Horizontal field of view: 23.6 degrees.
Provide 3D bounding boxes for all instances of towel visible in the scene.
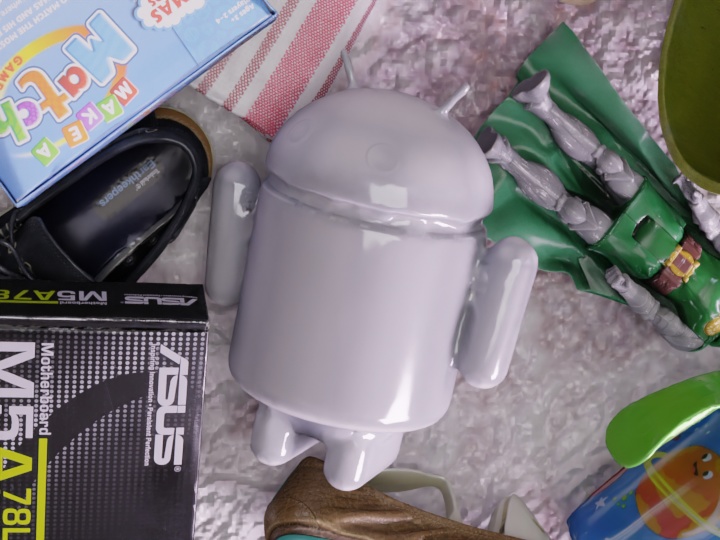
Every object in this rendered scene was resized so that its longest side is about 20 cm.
[{"bbox_3d":[-0.080,-0.172,0.849,0.199,0.030,0.147,32,90,-16],"label":"towel"}]

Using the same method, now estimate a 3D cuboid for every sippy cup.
[{"bbox_3d":[0.182,0.137,0.890,0.130,0.140,0.179,-32,92,6],"label":"sippy cup"}]

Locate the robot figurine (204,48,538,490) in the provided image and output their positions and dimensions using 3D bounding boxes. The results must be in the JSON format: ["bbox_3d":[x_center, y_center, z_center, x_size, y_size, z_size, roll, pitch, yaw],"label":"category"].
[{"bbox_3d":[0.000,0.000,0.833,0.168,0.113,0.202,16,103,15],"label":"robot figurine"}]

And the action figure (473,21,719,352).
[{"bbox_3d":[0.146,-0.020,0.899,0.199,0.055,0.119,38,88,-16],"label":"action figure"}]

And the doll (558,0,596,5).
[{"bbox_3d":[0.066,-0.219,0.858,0.136,0.048,0.201,-38,107,-15],"label":"doll"}]

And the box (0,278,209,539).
[{"bbox_3d":[-0.173,0.101,0.824,0.191,0.048,0.202,3,115,-9],"label":"box"}]

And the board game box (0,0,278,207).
[{"bbox_3d":[-0.156,-0.155,0.794,0.151,0.037,0.201,-36,94,-3],"label":"board game box"}]

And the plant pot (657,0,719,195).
[{"bbox_3d":[0.285,-0.099,0.857,0.191,0.200,0.202,21,93,-24],"label":"plant pot"}]

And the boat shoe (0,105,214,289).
[{"bbox_3d":[-0.149,-0.001,0.837,0.200,0.062,0.075,-44,104,-2],"label":"boat shoe"}]

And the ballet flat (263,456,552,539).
[{"bbox_3d":[0.047,0.143,0.891,0.198,0.068,0.073,18,51,-5],"label":"ballet flat"}]
